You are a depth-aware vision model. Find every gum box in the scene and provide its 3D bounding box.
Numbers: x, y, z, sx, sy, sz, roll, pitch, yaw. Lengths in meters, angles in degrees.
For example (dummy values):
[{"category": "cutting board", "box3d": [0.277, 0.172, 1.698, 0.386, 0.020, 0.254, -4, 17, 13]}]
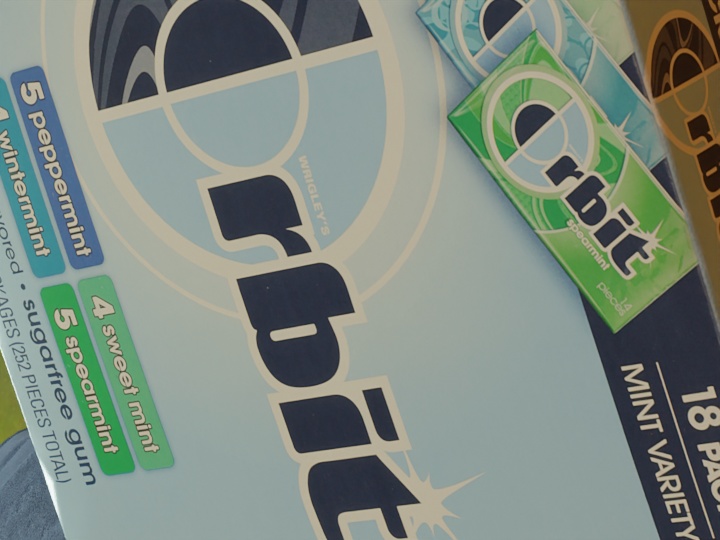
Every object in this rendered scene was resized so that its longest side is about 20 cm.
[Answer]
[{"category": "gum box", "box3d": [-0.005, -0.015, 0.556, 0.199, 0.044, 0.171, -10, 102, 38]}]

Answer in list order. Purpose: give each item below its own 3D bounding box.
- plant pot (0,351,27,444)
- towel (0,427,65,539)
[{"category": "plant pot", "box3d": [-0.097, 0.058, 0.939, 0.190, 0.199, 0.201, 34, 102, 50]}, {"category": "towel", "box3d": [-0.073, 0.111, 0.742, 0.112, 0.049, 0.199, -51, 33, -16]}]
